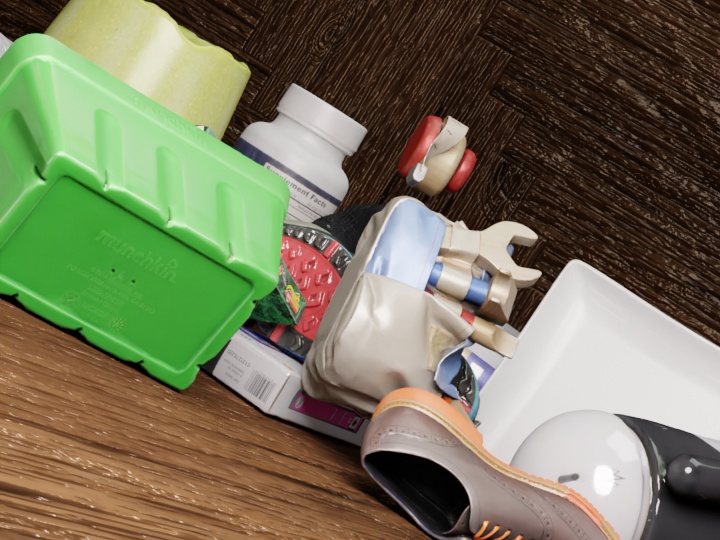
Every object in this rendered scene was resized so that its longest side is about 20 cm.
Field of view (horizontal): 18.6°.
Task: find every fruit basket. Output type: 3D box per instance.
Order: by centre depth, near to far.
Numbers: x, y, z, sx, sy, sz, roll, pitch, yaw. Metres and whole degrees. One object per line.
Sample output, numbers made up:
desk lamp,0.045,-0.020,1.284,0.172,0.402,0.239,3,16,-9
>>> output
fruit basket,-0.160,-0.042,1.281,0.215,0.156,0.216,38,17,-14

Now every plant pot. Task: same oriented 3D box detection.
plant pot,-0.177,-0.097,1.526,0.200,0.185,0.200,32,3,-2

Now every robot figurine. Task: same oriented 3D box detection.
robot figurine,0.186,0.163,1.431,0.200,0.151,0.125,17,19,-30

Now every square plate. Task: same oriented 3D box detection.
square plate,0.184,0.122,1.626,0.200,0.198,0.028,33,-7,22

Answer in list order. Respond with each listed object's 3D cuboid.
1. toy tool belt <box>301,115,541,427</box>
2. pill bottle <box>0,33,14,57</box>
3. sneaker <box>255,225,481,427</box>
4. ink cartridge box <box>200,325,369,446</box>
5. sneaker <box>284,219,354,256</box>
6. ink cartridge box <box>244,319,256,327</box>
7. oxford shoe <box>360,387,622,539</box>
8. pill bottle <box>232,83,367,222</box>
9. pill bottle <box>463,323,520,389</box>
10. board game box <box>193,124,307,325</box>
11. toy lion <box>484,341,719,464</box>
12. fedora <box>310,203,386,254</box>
toy tool belt,0.054,0.014,1.407,0.123,0.200,0.125,28,-18,-10
pill bottle,-0.352,-0.171,1.681,0.114,0.114,0.200,34,2,39
sneaker,0.000,0.051,1.505,0.200,0.079,0.096,42,-4,21
ink cartridge box,-0.046,0.076,1.494,0.095,0.037,0.200,32,4,28
sneaker,-0.071,-0.002,1.649,0.200,0.075,0.106,-2,17,-39
ink cartridge box,-0.171,-0.039,1.818,0.200,0.075,0.165,33,1,14
oxford shoe,0.081,0.156,1.325,0.200,0.071,0.073,34,29,1
pill bottle,-0.081,-0.064,2.001,0.111,0.200,0.111,32,1,-1
pill bottle,0.142,0.130,1.846,0.200,0.116,0.116,37,2,4
board game box,-0.111,-0.031,1.404,0.104,0.024,0.200,5,-31,23
toy lion,0.201,0.131,1.663,0.200,0.192,0.069,32,1,22
fedora,0.000,0.000,1.817,0.201,0.200,0.092,-143,-148,-69
